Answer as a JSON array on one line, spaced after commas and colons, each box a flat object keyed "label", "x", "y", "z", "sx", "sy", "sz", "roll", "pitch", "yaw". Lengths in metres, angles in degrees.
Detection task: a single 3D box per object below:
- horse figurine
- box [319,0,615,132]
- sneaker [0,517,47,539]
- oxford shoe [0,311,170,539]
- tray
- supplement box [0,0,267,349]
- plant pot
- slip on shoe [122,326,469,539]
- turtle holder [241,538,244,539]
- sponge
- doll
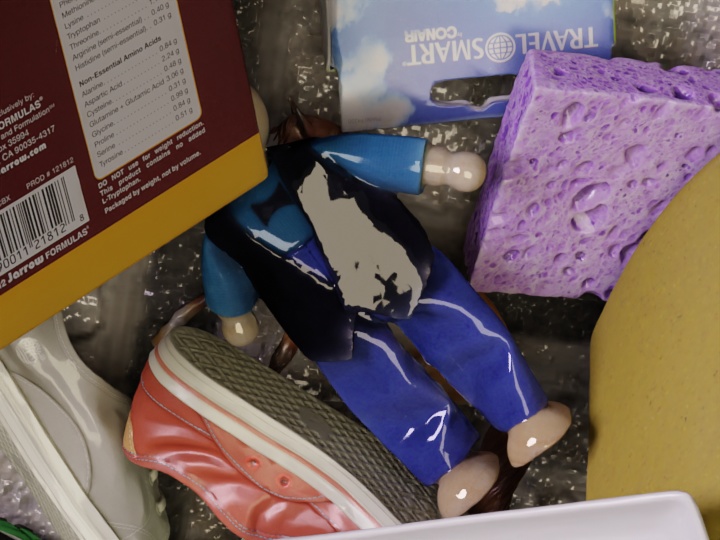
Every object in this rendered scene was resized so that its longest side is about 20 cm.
[{"label": "horse figurine", "x": 0.007, "y": 0.031, "z": 0.937, "sx": 0.200, "sy": 0.050, "sz": 0.133, "roll": 38, "pitch": 105, "yaw": -12}, {"label": "box", "x": 0.039, "y": -0.163, "z": 0.876, "sx": 0.121, "sy": 0.048, "sz": 0.202, "roll": -6, "pitch": 110, "yaw": -3}, {"label": "sneaker", "x": -0.144, "y": 0.198, "z": 0.957, "sx": 0.077, "sy": 0.085, "sz": 0.201, "roll": -22, "pitch": 109, "yaw": 1}, {"label": "oxford shoe", "x": -0.110, "y": 0.090, "z": 0.937, "sx": 0.058, "sy": 0.075, "sz": 0.201, "roll": -35, "pitch": 111, "yaw": -19}, {"label": "tray", "x": 0.055, "y": 0.137, "z": 0.831, "sx": 0.199, "sy": 0.022, "sz": 0.108, "roll": -11, "pitch": 109, "yaw": 33}, {"label": "supplement box", "x": -0.161, "y": -0.090, "z": 0.748, "sx": 0.197, "sy": 0.132, "sz": 0.201, "roll": -34, "pitch": 130, "yaw": -32}, {"label": "plant pot", "x": 0.197, "y": 0.059, "z": 0.862, "sx": 0.199, "sy": 0.196, "sz": 0.195, "roll": -27, "pitch": 134, "yaw": 37}, {"label": "slip on shoe", "x": -0.012, "y": 0.102, "z": 0.903, "sx": 0.199, "sy": 0.074, "sz": 0.061, "roll": 35, "pitch": 107, "yaw": -1}, {"label": "turtle holder", "x": 0.015, "y": 0.195, "z": 0.960, "sx": 0.185, "sy": 0.141, "sz": 0.132, "roll": 35, "pitch": 89, "yaw": 18}, {"label": "sponge", "x": 0.150, "y": -0.032, "z": 0.913, "sx": 0.198, "sy": 0.030, "sz": 0.112, "roll": 5, "pitch": 131, "yaw": -13}, {"label": "doll", "x": 0.000, "y": 0.000, "z": 0.873, "sx": 0.136, "sy": 0.049, "sz": 0.200, "roll": -39, "pitch": 98, "yaw": 25}]
